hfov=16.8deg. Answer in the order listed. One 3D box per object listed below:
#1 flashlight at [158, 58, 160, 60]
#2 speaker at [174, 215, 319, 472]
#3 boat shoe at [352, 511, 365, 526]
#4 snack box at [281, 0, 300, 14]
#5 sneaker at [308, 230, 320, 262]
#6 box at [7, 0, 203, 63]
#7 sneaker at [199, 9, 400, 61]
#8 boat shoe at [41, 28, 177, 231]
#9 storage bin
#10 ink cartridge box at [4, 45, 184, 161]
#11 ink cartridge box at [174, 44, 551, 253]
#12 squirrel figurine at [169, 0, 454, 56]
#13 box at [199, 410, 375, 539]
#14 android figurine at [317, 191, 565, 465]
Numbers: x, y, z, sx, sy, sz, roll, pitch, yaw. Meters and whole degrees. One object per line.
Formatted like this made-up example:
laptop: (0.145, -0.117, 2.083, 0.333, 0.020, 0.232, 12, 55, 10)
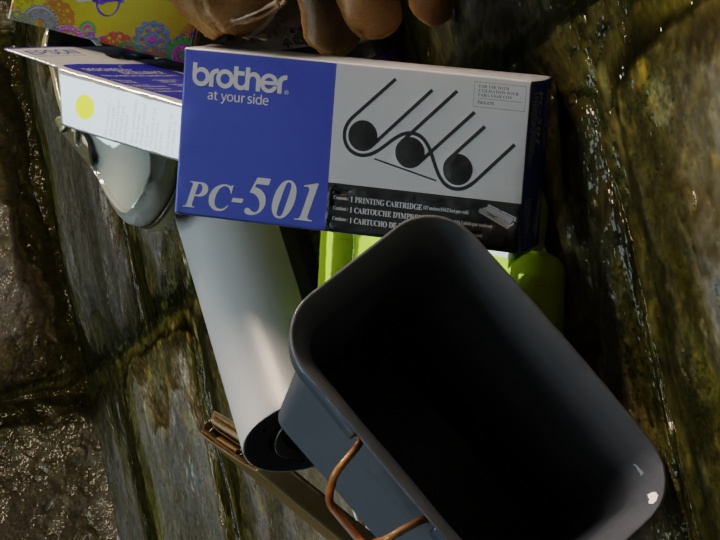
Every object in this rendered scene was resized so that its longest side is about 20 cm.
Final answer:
flashlight: (-0.075, -0.067, 1.689, 0.200, 0.068, 0.068, 41, -164, -11)
speaker: (-0.059, 0.023, 1.510, 0.081, 0.081, 0.201, 98, 159, -53)
boat shoe: (0.008, 0.199, 1.751, 0.075, 0.086, 0.203, 137, 121, -74)
snack box: (-0.050, -0.158, 1.767, 0.142, 0.053, 0.201, -139, 40, -65)
sneaker: (0.000, 0.000, 1.586, 0.200, 0.091, 0.078, -23, 58, 39)
box: (-0.138, -0.257, 1.589, 0.193, 0.121, 0.201, -91, 15, -77)
sneaker: (-0.044, -0.122, 1.642, 0.200, 0.069, 0.100, 2, 116, 51)
boat shoe: (-0.163, -0.097, 1.575, 0.075, 0.068, 0.200, -53, 35, 19)
storage bin: (0.039, 0.100, 1.296, 0.200, 0.145, 0.134, 49, 154, 8)
ink cartridge box: (-0.085, -0.097, 1.505, 0.199, 0.197, 0.047, 16, 104, 32)
ink cartridge box: (0.001, -0.068, 1.329, 0.044, 0.199, 0.095, -21, -63, -70)
squirrel figurine: (-0.033, -0.218, 1.369, 0.141, 0.186, 0.201, -169, 69, -75)
box: (-0.010, 0.171, 1.595, 0.200, 0.021, 0.163, 42, 173, -16)
android figurine: (0.047, 0.005, 1.395, 0.182, 0.041, 0.201, 16, 108, 42)
